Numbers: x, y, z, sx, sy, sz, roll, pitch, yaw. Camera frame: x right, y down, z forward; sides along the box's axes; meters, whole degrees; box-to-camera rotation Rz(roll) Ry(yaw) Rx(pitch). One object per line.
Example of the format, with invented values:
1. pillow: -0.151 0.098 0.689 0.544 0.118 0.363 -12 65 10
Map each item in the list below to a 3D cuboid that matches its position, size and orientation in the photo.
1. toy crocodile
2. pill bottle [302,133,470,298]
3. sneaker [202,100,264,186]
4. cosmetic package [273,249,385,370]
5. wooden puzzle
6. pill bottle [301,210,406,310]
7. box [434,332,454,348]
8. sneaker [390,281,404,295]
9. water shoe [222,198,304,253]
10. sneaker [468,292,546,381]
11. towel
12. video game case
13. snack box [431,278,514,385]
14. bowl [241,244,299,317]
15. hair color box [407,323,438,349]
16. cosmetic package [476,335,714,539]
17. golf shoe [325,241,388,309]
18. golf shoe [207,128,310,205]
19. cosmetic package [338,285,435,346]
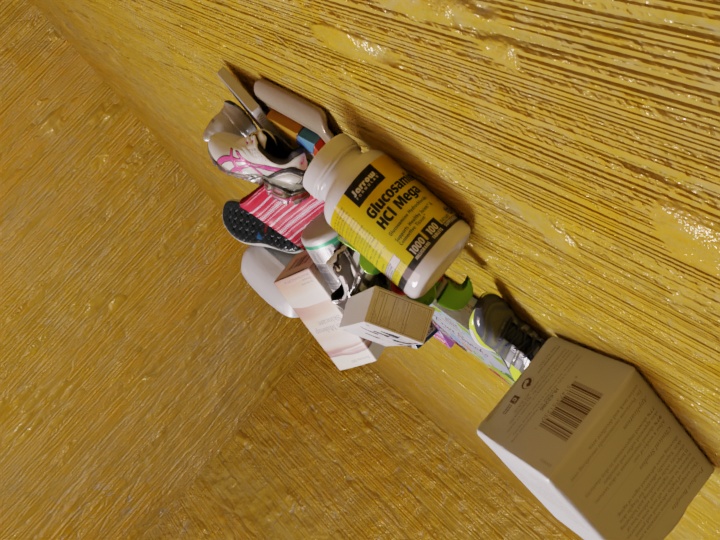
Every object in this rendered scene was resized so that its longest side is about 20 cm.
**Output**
1. toy crocodile: 0.055 -0.010 1.016 0.198 0.062 0.067 34 -165 6
2. pill bottle: 0.028 -0.071 0.945 0.199 0.113 0.113 41 171 11
3. sneaker: -0.175 -0.178 1.273 0.201 0.087 0.074 49 178 -15
4. cosmetic package: -0.043 0.061 1.324 0.102 0.088 0.201 -22 113 42
5. wooden puzzle: -0.064 -0.175 1.130 0.184 0.037 0.201 36 168 43
6. pill bottle: 0.000 0.000 1.227 0.202 0.112 0.113 59 166 -23
7. box: 0.095 0.052 1.471 0.199 0.039 0.137 37 168 38
8. sneaker: 0.073 -0.003 1.142 0.078 0.091 0.200 40 173 5
9. water shoe: -0.165 -0.077 1.422 0.197 0.073 0.078 23 -164 26
10. sneaker: 0.222 0.100 1.057 0.199 0.075 0.080 42 164 -29
11. towel: -0.086 -0.089 1.281 0.143 0.023 0.199 -29 129 36
12. video game case: -0.145 -0.223 1.247 0.144 0.018 0.200 50 180 41
13. snack box: 0.177 0.091 1.229 0.199 0.053 0.143 36 167 42
14. bowl: -0.109 -0.020 1.450 0.199 0.198 0.076 38 142 36
15. hair color box: 0.049 0.035 1.359 0.202 0.060 0.100 59 159 -15
16. cosmetic package: 0.287 0.223 0.965 0.200 0.168 0.166 47 170 -21
17. golf shoe: -0.003 -0.025 1.111 0.092 0.204 0.078 3 -155 0
18. golf shoe: -0.150 -0.177 1.161 0.198 0.072 0.094 26 132 27
19. cosmetic package: 0.029 0.065 1.023 0.081 0.052 0.200 22 170 -7
